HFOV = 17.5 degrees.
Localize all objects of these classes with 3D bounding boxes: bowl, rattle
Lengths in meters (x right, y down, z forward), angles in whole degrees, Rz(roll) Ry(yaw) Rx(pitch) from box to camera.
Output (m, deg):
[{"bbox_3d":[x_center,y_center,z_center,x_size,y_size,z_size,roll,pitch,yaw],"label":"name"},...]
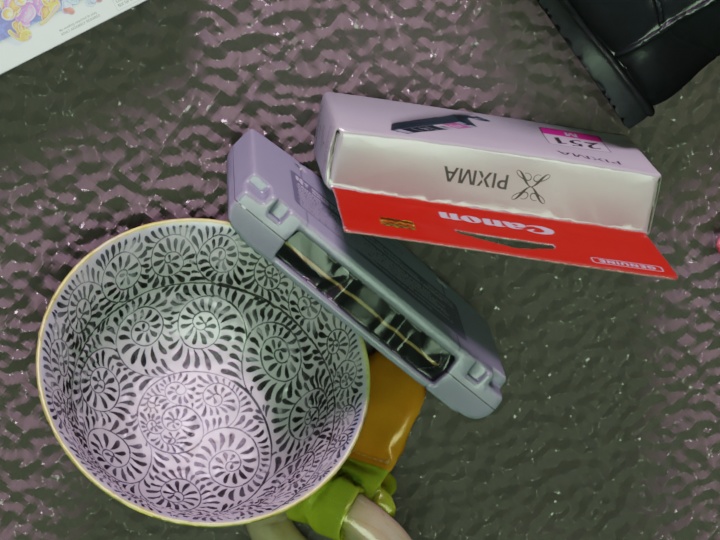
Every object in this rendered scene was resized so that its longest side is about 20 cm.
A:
[{"bbox_3d":[-0.099,0.079,1.410,0.199,0.202,0.094,6,150,-8],"label":"bowl"},{"bbox_3d":[0.015,0.169,1.502,0.130,0.143,0.200,-14,128,31],"label":"rattle"}]

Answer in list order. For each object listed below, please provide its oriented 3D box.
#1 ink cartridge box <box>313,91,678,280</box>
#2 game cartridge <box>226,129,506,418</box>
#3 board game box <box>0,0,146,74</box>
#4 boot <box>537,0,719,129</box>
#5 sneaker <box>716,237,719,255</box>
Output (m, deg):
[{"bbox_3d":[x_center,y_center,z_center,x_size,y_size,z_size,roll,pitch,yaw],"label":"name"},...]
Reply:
[{"bbox_3d":[0.078,-0.052,1.367,0.199,0.174,0.044,8,106,-9],"label":"ink cartridge box"},{"bbox_3d":[0.000,0.000,1.395,0.200,0.133,0.040,39,106,-15],"label":"game cartridge"},{"bbox_3d":[-0.214,-0.190,1.361,0.199,0.045,0.135,-27,107,2],"label":"board game box"},{"bbox_3d":[0.177,-0.203,1.383,0.168,0.077,0.200,-36,114,8],"label":"boot"},{"bbox_3d":[0.280,-0.076,1.435,0.086,0.074,0.201,16,104,-9],"label":"sneaker"}]
